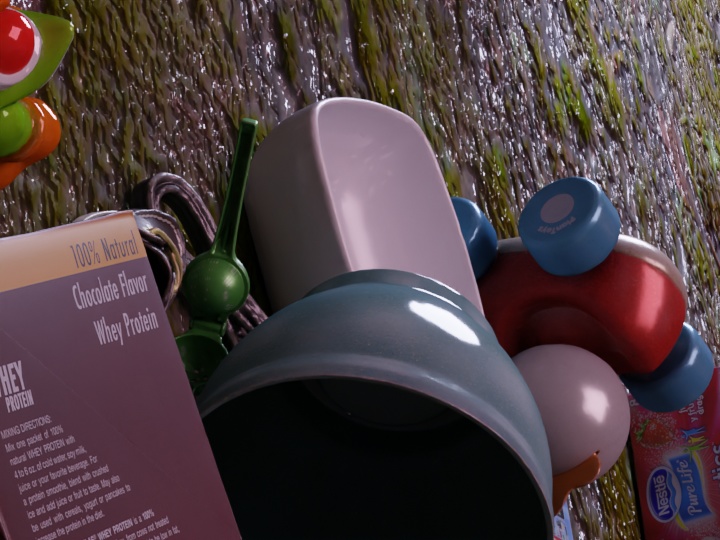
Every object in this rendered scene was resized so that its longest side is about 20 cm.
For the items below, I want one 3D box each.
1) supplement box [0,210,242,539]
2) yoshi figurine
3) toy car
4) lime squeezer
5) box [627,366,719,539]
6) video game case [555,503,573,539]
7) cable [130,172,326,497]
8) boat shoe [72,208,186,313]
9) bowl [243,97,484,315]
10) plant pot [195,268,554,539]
[{"bbox_3d":[-0.157,0.097,1.129,0.197,0.133,0.200,-18,89,-69],"label":"supplement box"},{"bbox_3d":[-0.208,-0.088,1.255,0.112,0.112,0.200,-65,169,-2],"label":"yoshi figurine"},{"bbox_3d":[0.114,0.077,1.800,0.184,0.177,0.200,53,41,-39],"label":"toy car"},{"bbox_3d":[-0.086,0.021,1.463,0.071,0.038,0.200,45,59,-66],"label":"lime squeezer"},{"bbox_3d":[0.280,0.189,2.186,0.100,0.095,0.200,42,36,-51],"label":"box"},{"bbox_3d":[0.119,0.211,1.876,0.143,0.017,0.200,37,40,-56],"label":"video game case"},{"bbox_3d":[-0.056,0.032,1.532,0.097,0.050,0.200,-29,103,-46],"label":"cable"},{"bbox_3d":[-0.122,0.010,1.391,0.072,0.061,0.201,67,21,-10],"label":"boat shoe"},{"bbox_3d":[0.000,0.000,1.684,0.200,0.075,0.200,3,70,-68],"label":"bowl"},{"bbox_3d":[0.008,0.084,1.440,0.200,0.200,0.134,57,29,-32],"label":"plant pot"}]
